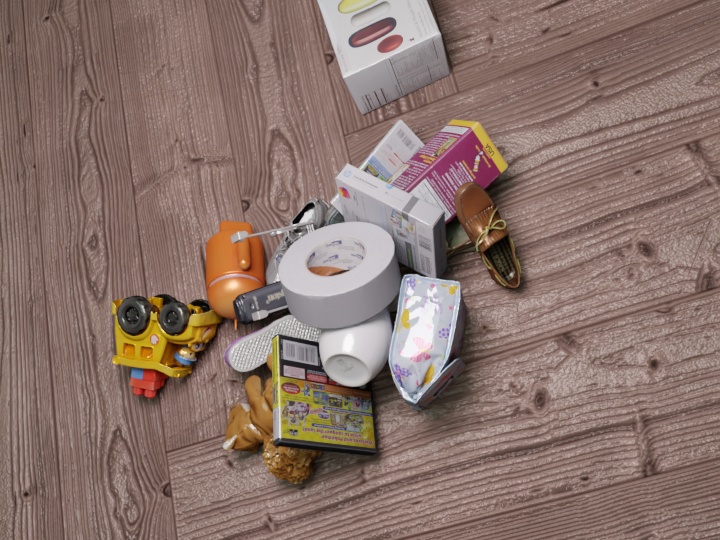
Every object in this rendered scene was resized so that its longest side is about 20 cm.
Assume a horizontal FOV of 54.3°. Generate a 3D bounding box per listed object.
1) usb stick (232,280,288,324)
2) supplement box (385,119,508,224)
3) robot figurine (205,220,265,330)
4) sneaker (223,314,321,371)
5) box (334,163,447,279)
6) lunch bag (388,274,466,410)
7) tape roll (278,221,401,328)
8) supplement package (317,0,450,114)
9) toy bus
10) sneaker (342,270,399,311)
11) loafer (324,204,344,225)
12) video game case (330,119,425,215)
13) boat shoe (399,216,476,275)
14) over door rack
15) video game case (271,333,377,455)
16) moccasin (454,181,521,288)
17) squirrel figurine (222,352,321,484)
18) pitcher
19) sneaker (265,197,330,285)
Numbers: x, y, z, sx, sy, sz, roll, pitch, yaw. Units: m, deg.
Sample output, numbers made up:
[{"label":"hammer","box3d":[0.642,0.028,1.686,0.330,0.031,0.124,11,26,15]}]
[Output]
[{"label":"usb stick","box3d":[-0.142,0.046,1.294,0.032,0.197,0.057,-8,100,56]},{"label":"supplement box","box3d":[0.143,-0.163,1.253,0.199,0.131,0.104,-42,110,-1]},{"label":"robot figurine","box3d":[-0.239,0.006,1.344,0.141,0.116,0.205,-23,56,24]},{"label":"sneaker","box3d":[-0.165,0.129,1.321,0.196,0.114,0.075,-16,92,-21]},{"label":"box","box3d":[0.054,-0.079,1.190,0.197,0.157,0.041,28,64,25]},{"label":"lunch bag","box3d":[0.116,0.129,1.184,0.124,0.170,0.205,11,77,14]},{"label":"tape roll","box3d":[-0.034,0.003,1.149,0.194,0.067,0.202,-10,35,7]},{"label":"supplement package","box3d":[0.047,-0.456,1.374,0.196,0.147,0.196,-22,70,9]},{"label":"toy bus","box3d":[-0.377,0.148,1.357,0.194,0.135,0.198,5,90,15]},{"label":"sneaker","box3d":[0.000,0.000,1.291,0.075,0.100,0.199,-46,69,-2]},{"label":"loafer","box3d":[0.009,-0.153,1.355,0.198,0.072,0.063,-36,49,-3]},{"label":"video game case","box3d":[0.057,-0.155,1.313,0.143,0.018,0.201,42,89,-19]},{"label":"boat shoe","box3d":[0.144,-0.056,1.275,0.196,0.074,0.077,-24,70,9]},{"label":"over door rack","box3d":[-0.140,-0.003,1.239,0.066,0.198,0.152,-18,88,41]},{"label":"video game case","box3d":[-0.061,0.213,1.198,0.025,0.196,0.185,-36,49,44]},{"label":"moccasin","box3d":[0.219,-0.057,1.195,0.072,0.078,0.205,-25,110,-4]},{"label":"squirrel figurine","box3d":[-0.154,0.280,1.246,0.185,0.141,0.202,-36,66,11]},{"label":"pitcher","box3d":[-0.016,0.101,1.194,0.170,0.121,0.203,-34,26,37]},{"label":"sneaker","box3d":[-0.130,-0.056,1.354,0.074,0.082,0.203,27,84,21]}]
